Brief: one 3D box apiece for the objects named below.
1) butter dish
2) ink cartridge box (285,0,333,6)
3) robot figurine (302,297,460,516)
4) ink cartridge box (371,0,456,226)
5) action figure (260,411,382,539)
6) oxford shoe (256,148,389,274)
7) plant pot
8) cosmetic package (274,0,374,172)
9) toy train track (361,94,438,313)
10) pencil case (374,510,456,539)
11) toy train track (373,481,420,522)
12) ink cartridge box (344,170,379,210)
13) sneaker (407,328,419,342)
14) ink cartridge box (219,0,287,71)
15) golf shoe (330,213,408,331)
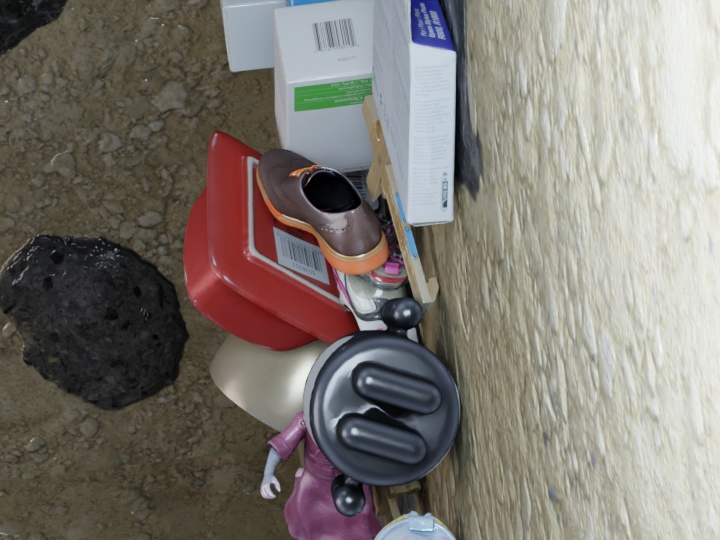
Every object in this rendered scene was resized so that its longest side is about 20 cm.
[{"bbox_3d":[-0.108,-0.001,1.779,0.148,0.199,0.200,-36,40,31],"label":"butter dish"},{"bbox_3d":[-0.045,-0.370,1.791,0.147,0.085,0.201,-108,14,-65],"label":"ink cartridge box"},{"bbox_3d":[0.013,0.111,1.479,0.125,0.150,0.200,56,176,-4],"label":"robot figurine"},{"bbox_3d":[0.039,-0.171,1.343,0.200,0.040,0.201,-102,8,-52],"label":"ink cartridge box"},{"bbox_3d":[-0.020,0.180,1.737,0.149,0.133,0.201,-72,-16,-57],"label":"action figure"},{"bbox_3d":[-0.038,-0.074,1.635,0.200,0.071,0.073,40,152,46],"label":"oxford shoe"},{"bbox_3d":[-0.042,0.085,1.883,0.135,0.199,0.200,-64,14,13],"label":"plant pot"},{"bbox_3d":[-0.026,-0.171,1.699,0.200,0.107,0.085,92,169,-66],"label":"cosmetic package"},{"bbox_3d":[0.041,-0.060,1.532,0.115,0.032,0.201,110,148,-63],"label":"toy train track"},{"bbox_3d":[0.045,0.287,1.576,0.200,0.083,0.091,92,169,-59],"label":"pencil case"},{"bbox_3d":[0.041,0.191,1.748,0.200,0.032,0.115,106,150,-62],"label":"toy train track"},{"bbox_3d":[-0.047,-0.115,1.989,0.200,0.057,0.164,-31,63,57],"label":"ink cartridge box"},{"bbox_3d":[0.017,0.092,1.664,0.200,0.080,0.074,-109,14,-68],"label":"sneaker"},{"bbox_3d":[-0.085,-0.309,1.981,0.200,0.146,0.083,-101,6,-53],"label":"ink cartridge box"},{"bbox_3d":[0.000,0.000,1.701,0.200,0.072,0.093,-108,29,-69],"label":"golf shoe"}]
